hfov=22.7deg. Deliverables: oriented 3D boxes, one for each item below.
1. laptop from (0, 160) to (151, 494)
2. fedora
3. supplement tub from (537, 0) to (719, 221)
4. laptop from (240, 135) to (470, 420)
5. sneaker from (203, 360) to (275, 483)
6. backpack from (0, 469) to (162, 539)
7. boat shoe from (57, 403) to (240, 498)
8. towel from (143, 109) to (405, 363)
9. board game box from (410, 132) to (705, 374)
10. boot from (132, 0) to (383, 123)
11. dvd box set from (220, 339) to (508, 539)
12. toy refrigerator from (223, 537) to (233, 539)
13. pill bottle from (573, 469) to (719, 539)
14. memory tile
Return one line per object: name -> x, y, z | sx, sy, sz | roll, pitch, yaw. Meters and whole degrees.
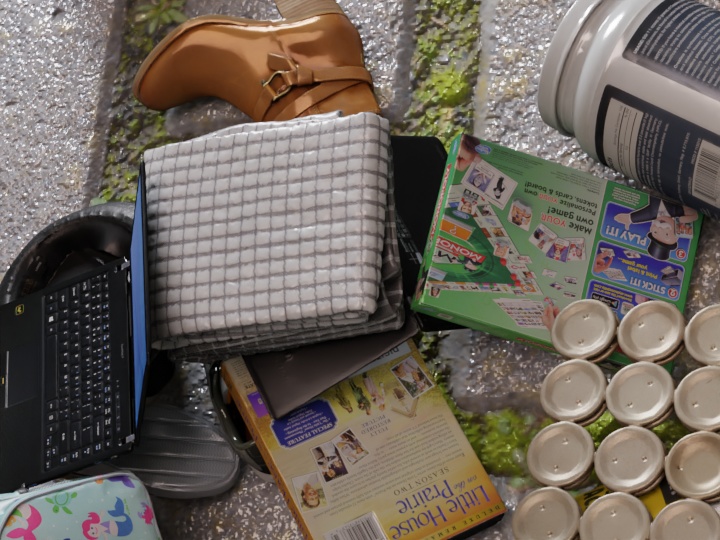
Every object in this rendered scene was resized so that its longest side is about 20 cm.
laptop -> -0.217, 0.047, 1.331 | 0.199, 0.103, 0.178 | -20, 52, 18
fedora -> -0.206, 0.042, 1.464 | 0.200, 0.092, 0.201 | -16, 52, 21
supplement tub -> 0.247, -0.123, 1.326 | 0.199, 0.140, 0.141 | 30, 84, 27
laptop -> 0.000, 0.000, 1.397 | 0.116, 0.199, 0.188 | -50, 56, 38
sneaker -> -0.092, 0.070, 1.426 | 0.074, 0.079, 0.201 | -28, 63, 12
backpack -> -0.231, 0.240, 1.287 | 0.199, 0.151, 0.178 | -8, 69, -29
boat shoe -> -0.193, 0.145, 1.446 | 0.199, 0.062, 0.072 | 10, 67, 6
towel -> -0.062, -0.024, 1.324 | 0.199, 0.086, 0.167 | -9, 67, 21
board game box -> 0.148, -0.008, 1.327 | 0.199, 0.029, 0.135 | 17, 77, -10
boot -> -0.087, -0.147, 1.505 | 0.199, 0.074, 0.155 | -29, 68, 12
dvd box set -> 0.001, 0.129, 1.352 | 0.146, 0.029, 0.201 | -23, 69, -18
toy refrigerator -> -0.067, 0.304, 1.338 | 0.076, 0.070, 0.200 | -39, 63, 4
pill bottle -> 0.220, 0.188, 1.244 | 0.199, 0.111, 0.112 | -25, 65, 11
memory tile -> 0.190, 0.110, 1.228 | 0.153, 0.017, 0.201 | 0, 59, 28
